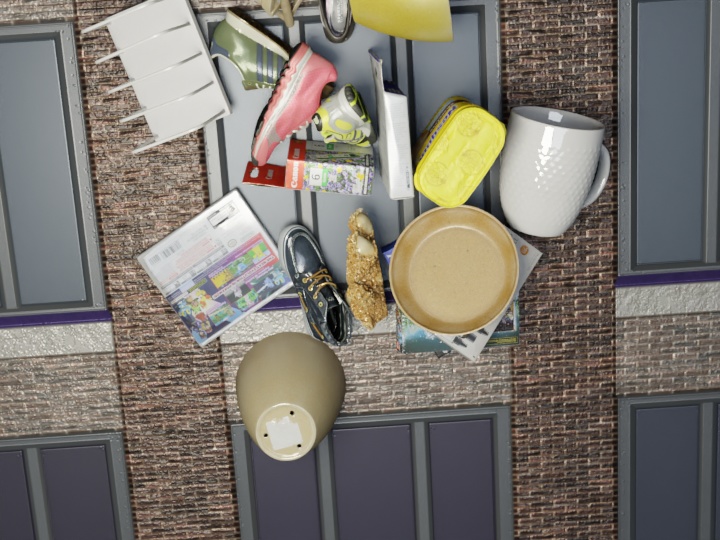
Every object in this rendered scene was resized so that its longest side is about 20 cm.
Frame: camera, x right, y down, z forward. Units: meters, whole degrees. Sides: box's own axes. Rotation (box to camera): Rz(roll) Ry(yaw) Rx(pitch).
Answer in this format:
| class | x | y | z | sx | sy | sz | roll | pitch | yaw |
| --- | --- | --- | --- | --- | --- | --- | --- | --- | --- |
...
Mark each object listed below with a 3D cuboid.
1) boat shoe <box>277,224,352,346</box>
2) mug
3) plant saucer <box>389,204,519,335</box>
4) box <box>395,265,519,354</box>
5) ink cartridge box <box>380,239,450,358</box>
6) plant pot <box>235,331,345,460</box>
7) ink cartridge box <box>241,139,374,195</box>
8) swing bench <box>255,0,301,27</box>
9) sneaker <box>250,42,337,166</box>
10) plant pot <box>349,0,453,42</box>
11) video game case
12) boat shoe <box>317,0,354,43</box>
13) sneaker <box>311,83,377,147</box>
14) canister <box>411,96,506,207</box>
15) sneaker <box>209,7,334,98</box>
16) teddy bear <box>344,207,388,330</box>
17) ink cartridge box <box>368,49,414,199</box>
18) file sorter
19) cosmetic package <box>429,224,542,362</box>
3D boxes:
| class | x | y | z | sx | sy | sz | roll | pitch | yaw |
| --- | --- | --- | --- | --- | --- | --- | --- | --- | --- |
| boat shoe | -0.066 | 0.023 | 1.768 | 0.070 | 0.091 | 0.202 | -26 | 109 | -22 |
| mug | 0.308 | -0.150 | 1.728 | 0.198 | 0.147 | 0.177 | -4 | 113 | -32 |
| plant saucer | 0.143 | 0.002 | 1.688 | 0.198 | 0.035 | 0.203 | -3 | 77 | 13 |
| box | 0.154 | 0.055 | 1.768 | 0.197 | 0.038 | 0.139 | -3 | 97 | -14 |
| ink cartridge box | 0.119 | 0.033 | 1.808 | 0.093 | 0.044 | 0.202 | -27 | 103 | 3 |
| plant pot | -0.114 | 0.219 | 1.769 | 0.185 | 0.200 | 0.190 | 0 | 105 | -1 |
| ink cartridge box | -0.079 | -0.163 | 1.717 | 0.197 | 0.109 | 0.051 | 5 | 113 | -3 |
| swing bench | -0.168 | -0.460 | 1.573 | 0.198 | 0.200 | 0.131 | 34 | 101 | 7 |
| sneaker | -0.100 | -0.233 | 1.661 | 0.086 | 0.074 | 0.201 | 24 | 112 | -12 |
| plant pot | 0.052 | -0.423 | 1.616 | 0.140 | 0.200 | 0.203 | -8 | 105 | 6 |
| video game case | -0.229 | -0.004 | 1.801 | 0.199 | 0.023 | 0.183 | -33 | 103 | 6 |
| boat shoe | -0.036 | -0.444 | 1.676 | 0.066 | 0.057 | 0.203 | -4 | 104 | 0 |
| sneaker | -0.025 | -0.225 | 1.667 | 0.076 | 0.200 | 0.076 | -25 | 78 | 7 |
| canister | 0.140 | -0.184 | 1.673 | 0.086 | 0.200 | 0.149 | 32 | 101 | -9 |
| sneaker | -0.143 | -0.308 | 1.708 | 0.199 | 0.067 | 0.090 | 36 | 108 | -9 |
| teddy bear | 0.000 | 0.000 | 1.741 | 0.066 | 0.201 | 0.147 | -9 | 61 | 1 |
| ink cartridge box | 0.046 | -0.224 | 1.661 | 0.040 | 0.200 | 0.203 | -6 | 106 | -2 |
| file sorter | -0.306 | -0.295 | 1.656 | 0.137 | 0.125 | 0.202 | -16 | 104 | 19 |
| cosmetic package | 0.193 | 0.034 | 1.729 | 0.082 | 0.051 | 0.201 | 33 | 87 | -16 |
